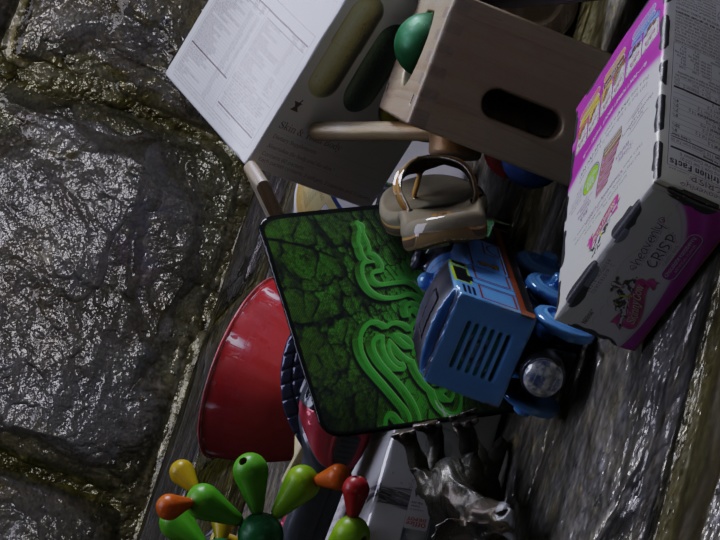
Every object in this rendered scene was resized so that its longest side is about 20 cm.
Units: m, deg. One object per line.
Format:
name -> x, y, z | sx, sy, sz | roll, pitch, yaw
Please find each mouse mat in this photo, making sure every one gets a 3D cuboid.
mouse mat -> 0.021, 0.030, 1.505 | 0.008, 0.159, 0.201 | 109, 149, -52

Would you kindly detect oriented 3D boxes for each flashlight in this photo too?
flashlight -> -0.041, 0.168, 1.538 | 0.068, 0.068, 0.202 | -17, -50, -68

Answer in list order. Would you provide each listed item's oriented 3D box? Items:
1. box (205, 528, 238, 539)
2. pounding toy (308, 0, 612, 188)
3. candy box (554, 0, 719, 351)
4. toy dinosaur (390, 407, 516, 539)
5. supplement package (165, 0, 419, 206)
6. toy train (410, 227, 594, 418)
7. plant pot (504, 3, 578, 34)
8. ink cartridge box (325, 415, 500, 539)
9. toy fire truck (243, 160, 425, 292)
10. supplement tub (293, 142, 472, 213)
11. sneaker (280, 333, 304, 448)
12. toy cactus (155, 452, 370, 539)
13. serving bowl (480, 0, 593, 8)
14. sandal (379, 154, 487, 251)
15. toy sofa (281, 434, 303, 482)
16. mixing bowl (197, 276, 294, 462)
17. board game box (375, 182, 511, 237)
box -> -0.079, 0.329, 1.624 | 0.049, 0.158, 0.202 | 140, 150, -69
pounding toy -> 0.083, -0.126, 1.543 | 0.184, 0.198, 0.143 | -129, 59, -79
candy box -> 0.184, -0.070, 1.284 | 0.137, 0.060, 0.201 | 121, 166, -46
toy dinosaur -> 0.069, 0.152, 1.405 | 0.200, 0.076, 0.103 | 13, -115, -87
supplement package -> -0.027, -0.188, 1.684 | 0.201, 0.151, 0.151 | -57, 46, 15
toy train -> 0.093, 0.029, 1.419 | 0.200, 0.113, 0.087 | -97, 30, -69
plant pot -> 0.096, -0.231, 1.798 | 0.173, 0.199, 0.202 | -20, 48, 56
ink cartridge box -> 0.031, 0.179, 1.548 | 0.146, 0.084, 0.202 | 138, 152, -69
toy fire truck -> 0.000, 0.000, 1.603 | 0.176, 0.198, 0.130 | 25, 103, 60
supplement tub -> 0.016, -0.076, 1.975 | 0.200, 0.143, 0.146 | 135, 154, -68
sneaker -> -0.015, 0.132, 1.716 | 0.082, 0.073, 0.202 | -46, -58, -76
toy cactus -> -0.070, 0.216, 1.473 | 0.102, 0.198, 0.167 | -17, -80, -61
serving bowl -> 0.141, -0.235, 1.543 | 0.200, 0.198, 0.067 | -137, 42, -79
sandal -> 0.052, -0.055, 1.472 | 0.200, 0.080, 0.055 | -104, 0, -80
toy sofa -> -0.017, 0.133, 1.914 | 0.098, 0.082, 0.200 | -61, 12, 19
mixing bowl -> -0.074, 0.117, 2.088 | 0.200, 0.108, 0.202 | 20, -90, -73
board game box -> 0.059, -0.008, 1.728 | 0.200, 0.023, 0.106 | 25, 101, 60
